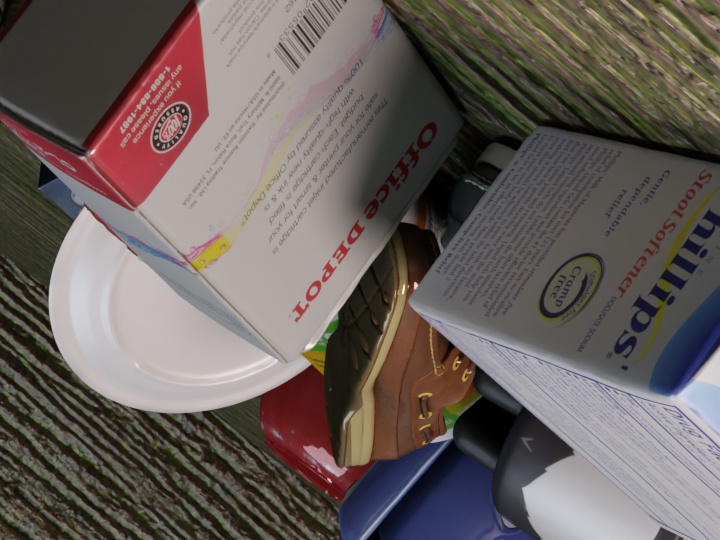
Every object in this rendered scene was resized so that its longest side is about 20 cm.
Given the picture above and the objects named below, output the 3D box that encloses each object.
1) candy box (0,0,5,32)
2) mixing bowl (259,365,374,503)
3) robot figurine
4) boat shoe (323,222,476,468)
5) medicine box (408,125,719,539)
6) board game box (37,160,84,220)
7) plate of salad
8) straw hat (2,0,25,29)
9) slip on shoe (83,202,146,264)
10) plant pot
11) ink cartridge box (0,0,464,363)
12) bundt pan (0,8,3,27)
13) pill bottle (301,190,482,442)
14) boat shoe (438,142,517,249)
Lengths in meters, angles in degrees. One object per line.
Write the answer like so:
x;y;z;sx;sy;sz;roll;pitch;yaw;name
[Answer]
-0.223;-0.134;1.411;0.056;0.117;0.200;36;170;-5;candy box
-0.007;0.123;1.909;0.200;0.109;0.200;35;169;8;mixing bowl
0.147;0.105;1.232;0.200;0.125;0.150;32;169;19;robot figurine
0.023;0.034;1.184;0.067;0.072;0.200;-4;151;-9;boat shoe
0.152;0.043;0.988;0.182;0.103;0.200;42;169;-29;medicine box
-0.111;-0.048;1.423;0.035;0.136;0.200;-24;134;25;board game box
-0.083;-0.004;1.347;0.200;0.200;0.048;45;-172;-43;plate of salad
-0.134;-0.131;1.203;0.201;0.085;0.201;34;170;7;straw hat
-0.094;-0.082;1.145;0.061;0.074;0.200;29;139;6;slip on shoe
0.106;0.164;1.478;0.180;0.200;0.200;40;173;21;plant pot
-0.056;-0.072;1.036;0.083;0.146;0.200;29;168;34;ink cartridge box
-0.222;-0.149;1.199;0.075;0.203;0.202;-1;178;-14;bundt pan
0.000;0.000;1.283;0.111;0.111;0.200;26;166;46;pill bottle
0.063;-0.008;1.175;0.073;0.062;0.200;34;170;7;boat shoe
